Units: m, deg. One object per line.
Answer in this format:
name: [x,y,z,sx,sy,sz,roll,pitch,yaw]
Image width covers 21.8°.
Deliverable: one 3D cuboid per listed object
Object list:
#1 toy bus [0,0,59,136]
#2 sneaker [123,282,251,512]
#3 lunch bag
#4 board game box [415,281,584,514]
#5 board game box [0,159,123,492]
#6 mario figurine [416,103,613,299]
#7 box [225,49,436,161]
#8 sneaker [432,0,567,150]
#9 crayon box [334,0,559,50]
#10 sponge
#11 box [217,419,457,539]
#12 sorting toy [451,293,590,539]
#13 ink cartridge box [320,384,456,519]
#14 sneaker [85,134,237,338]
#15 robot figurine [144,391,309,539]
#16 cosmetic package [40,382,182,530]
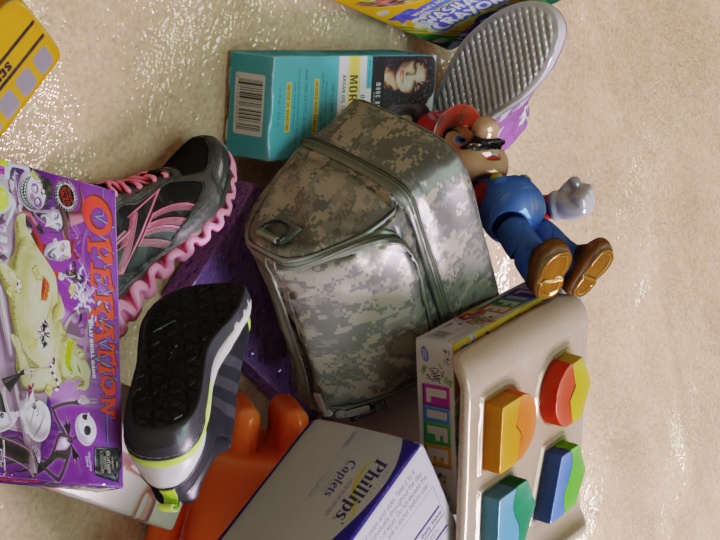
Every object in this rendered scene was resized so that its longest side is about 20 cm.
toy bus: [-0.279,-0.090,1.180,0.200,0.065,0.078,-58,138,-24]
sneaker: [-0.119,0.086,1.281,0.200,0.071,0.083,-71,155,-53]
lunch bag: [0.000,0.000,1.433,0.168,0.139,0.201,-40,139,-22]
board game box: [0.112,0.090,1.454,0.200,0.034,0.135,-25,117,-52]
board game box: [-0.201,0.036,1.189,0.120,0.032,0.201,17,66,-58]
mario figurine: [0.114,-0.070,1.481,0.106,0.200,0.124,-43,147,-2]
box: [-0.021,-0.133,1.493,0.199,0.049,0.083,-8,106,-49]
sneaker: [0.122,-0.158,1.591,0.114,0.073,0.201,-21,158,-51]
crayon box: [0.061,-0.243,1.500,0.200,0.125,0.052,15,61,-50]
sponge: [-0.070,0.028,1.492,0.200,0.030,0.112,49,63,-45]
box: [-0.014,0.245,1.372,0.184,0.105,0.201,-51,136,-32]
sorting toy: [0.130,0.136,1.426,0.185,0.036,0.201,-25,117,-52]
ink cartridge box: [0.063,0.175,1.577,0.200,0.145,0.145,37,71,-58]
sneaker: [-0.166,-0.038,1.333,0.200,0.079,0.096,-53,124,-29]
robot figurine: [-0.084,0.197,1.452,0.144,0.116,0.201,-7,106,-52]
cosmetic package: [-0.211,0.106,1.284,0.200,0.103,0.088,28,77,-48]
